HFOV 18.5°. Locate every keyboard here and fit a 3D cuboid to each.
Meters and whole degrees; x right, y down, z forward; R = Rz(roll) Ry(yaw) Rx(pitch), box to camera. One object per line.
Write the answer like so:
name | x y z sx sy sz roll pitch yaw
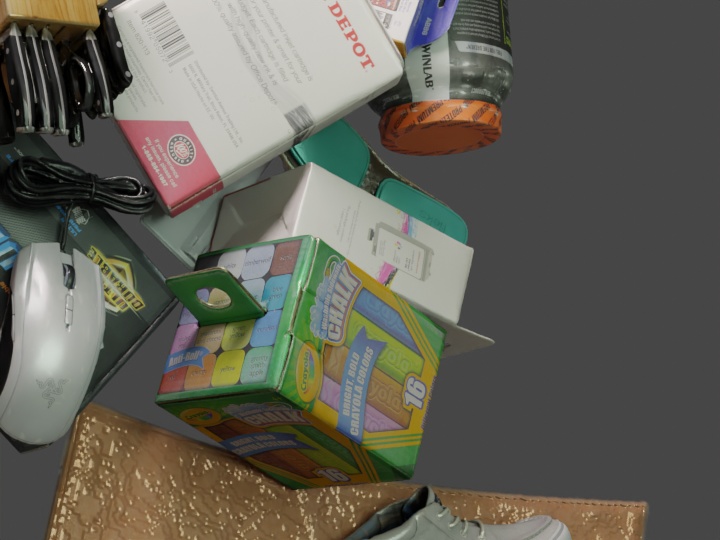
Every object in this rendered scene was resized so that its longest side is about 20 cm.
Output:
keyboard | -0.097 -0.089 1.683 0.056 0.011 0.200 41 57 -13

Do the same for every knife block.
knife block | -0.232 -0.181 1.475 0.200 0.064 0.176 43 49 -12

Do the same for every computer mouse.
computer mouse | -0.201 0.019 1.499 0.109 0.044 0.201 18 68 -31

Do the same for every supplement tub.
supplement tub | 0.057 -0.199 1.748 0.122 0.122 0.201 5 74 -34

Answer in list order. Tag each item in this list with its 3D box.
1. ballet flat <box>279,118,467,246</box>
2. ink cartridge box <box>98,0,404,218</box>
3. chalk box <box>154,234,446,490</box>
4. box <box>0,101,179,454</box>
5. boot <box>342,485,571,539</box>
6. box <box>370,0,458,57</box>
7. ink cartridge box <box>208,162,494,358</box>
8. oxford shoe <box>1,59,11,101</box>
ballet flat | -0.008 -0.061 1.698 0.200 0.067 0.068 40 61 -18
ink cartridge box | -0.088 -0.150 1.598 0.199 0.083 0.147 -30 90 -6
chalk box | -0.055 0.059 1.571 0.200 0.124 0.124 35 59 -39
box | -0.242 0.001 1.532 0.200 0.046 0.159 50 55 -13
boot | 0.073 0.205 1.676 0.200 0.073 0.096 -24 98 -36
box | -0.019 -0.241 1.679 0.199 0.041 0.120 17 79 9
ink cartridge box | 0.000 0.000 1.653 0.200 0.116 0.068 28 64 -31
oxford shoe | -0.276 -0.203 1.541 0.071 0.071 0.201 -9 73 -34
